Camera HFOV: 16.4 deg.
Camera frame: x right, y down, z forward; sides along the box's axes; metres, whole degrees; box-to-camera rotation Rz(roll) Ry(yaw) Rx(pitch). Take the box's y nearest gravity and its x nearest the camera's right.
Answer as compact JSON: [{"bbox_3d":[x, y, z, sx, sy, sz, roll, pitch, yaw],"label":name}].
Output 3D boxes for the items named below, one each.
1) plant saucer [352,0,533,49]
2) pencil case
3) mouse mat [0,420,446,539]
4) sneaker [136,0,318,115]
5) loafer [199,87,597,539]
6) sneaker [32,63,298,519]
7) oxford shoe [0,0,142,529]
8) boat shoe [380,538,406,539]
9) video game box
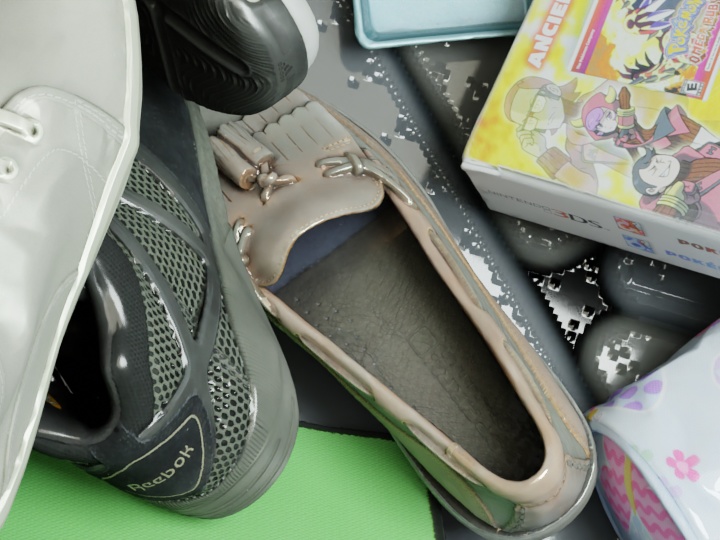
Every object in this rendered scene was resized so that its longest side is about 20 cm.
[{"bbox_3d":[0.020,-0.174,0.852,0.070,0.019,0.201,-6,83,-10],"label":"plant saucer"},{"bbox_3d":[0.169,0.036,0.810,0.199,0.083,0.091,-31,72,-11],"label":"pencil case"},{"bbox_3d":[-0.065,0.094,0.732,0.199,0.008,0.161,10,40,-15],"label":"mouse mat"},{"bbox_3d":[-0.044,-0.133,0.769,0.115,0.076,0.201,-30,48,-17],"label":"sneaker"},{"bbox_3d":[0.000,0.000,0.781,0.072,0.063,0.200,-42,77,-4],"label":"loafer"},{"bbox_3d":[-0.095,-0.023,0.742,0.076,0.114,0.200,-33,62,20],"label":"sneaker"},{"bbox_3d":[-0.104,-0.019,0.652,0.075,0.058,0.201,7,75,16],"label":"oxford shoe"},{"bbox_3d":[0.023,0.186,0.777,0.068,0.072,0.201,6,71,-6],"label":"boat shoe"},{"bbox_3d":[0.153,-0.087,0.799,0.182,0.047,0.201,19,73,23],"label":"video game box"}]
